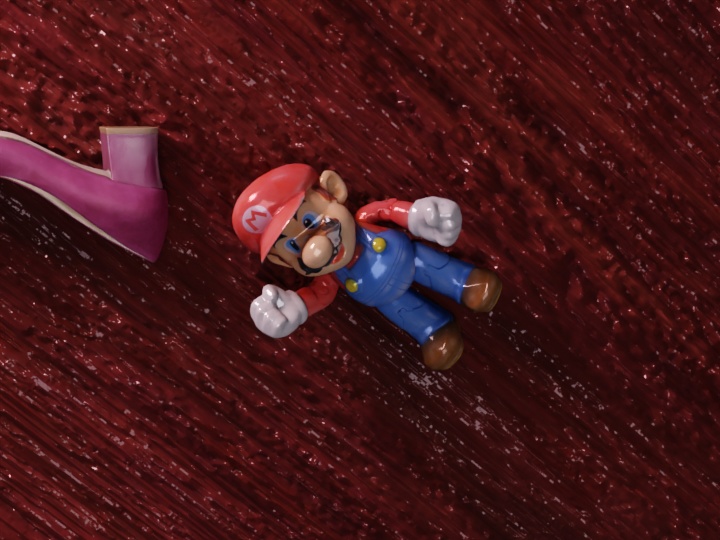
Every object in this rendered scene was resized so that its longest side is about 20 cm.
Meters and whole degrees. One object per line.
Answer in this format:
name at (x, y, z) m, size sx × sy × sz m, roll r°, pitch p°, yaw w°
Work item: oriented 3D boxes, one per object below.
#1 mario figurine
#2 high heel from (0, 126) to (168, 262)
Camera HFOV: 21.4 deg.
mario figurine at (0.000, 0.000, 1.329) m, size 0.199 × 0.106 × 0.124 m, roll 28°, pitch 68°, yaw -20°
high heel at (-0.233, -0.050, 1.319) m, size 0.199 × 0.067 × 0.097 m, roll -3°, pitch 97°, yaw -17°
